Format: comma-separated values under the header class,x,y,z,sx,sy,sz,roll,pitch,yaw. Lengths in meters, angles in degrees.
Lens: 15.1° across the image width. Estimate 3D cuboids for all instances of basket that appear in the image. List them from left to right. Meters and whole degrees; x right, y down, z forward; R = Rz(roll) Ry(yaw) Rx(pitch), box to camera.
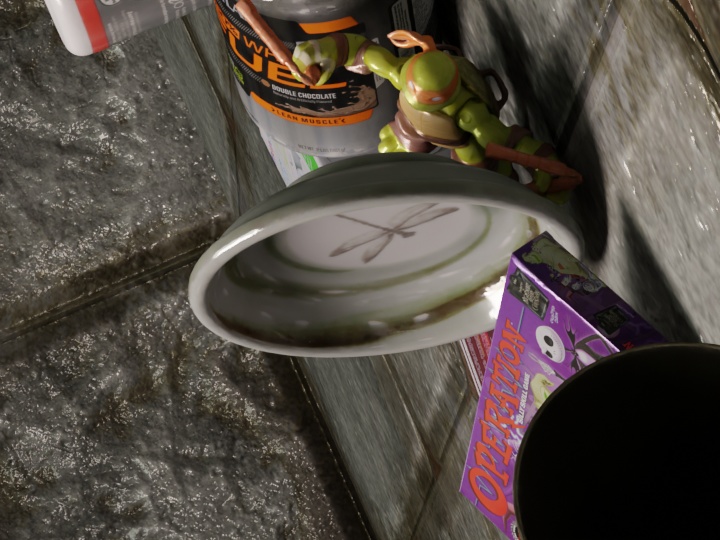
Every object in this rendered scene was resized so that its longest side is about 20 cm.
class,x,y,z,sx,sy,sz,roll,pitch,yaw
basket,0.158,0.155,1.096,0.180,0.136,0.200,47,166,45

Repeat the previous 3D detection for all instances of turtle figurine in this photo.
class,x,y,z,sx,sy,sz,roll,pitch,yaw
turtle figurine,0.034,-0.087,1.414,0.199,0.065,0.161,25,169,11

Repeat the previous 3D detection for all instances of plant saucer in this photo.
class,x,y,z,sx,sy,sz,roll,pitch,yaw
plant saucer,0.011,-0.015,1.362,0.200,0.199,0.050,82,180,-67

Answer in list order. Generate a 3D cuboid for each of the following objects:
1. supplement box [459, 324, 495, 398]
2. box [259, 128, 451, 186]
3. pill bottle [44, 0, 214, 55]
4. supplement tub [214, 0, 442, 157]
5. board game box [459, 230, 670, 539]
class,x,y,z,sx,sy,sz,roll,pitch,yaw
supplement box,0.106,0.058,1.478,0.200,0.061,0.109,-126,15,-67
box,0.005,-0.080,1.692,0.177,0.096,0.200,62,173,22
pill bottle,-0.099,-0.214,1.590,0.116,0.199,0.116,157,90,-84
supplement tub,-0.020,-0.159,1.485,0.200,0.122,0.123,78,168,-60
board game box,0.109,0.085,1.336,0.120,0.032,0.200,47,150,27
